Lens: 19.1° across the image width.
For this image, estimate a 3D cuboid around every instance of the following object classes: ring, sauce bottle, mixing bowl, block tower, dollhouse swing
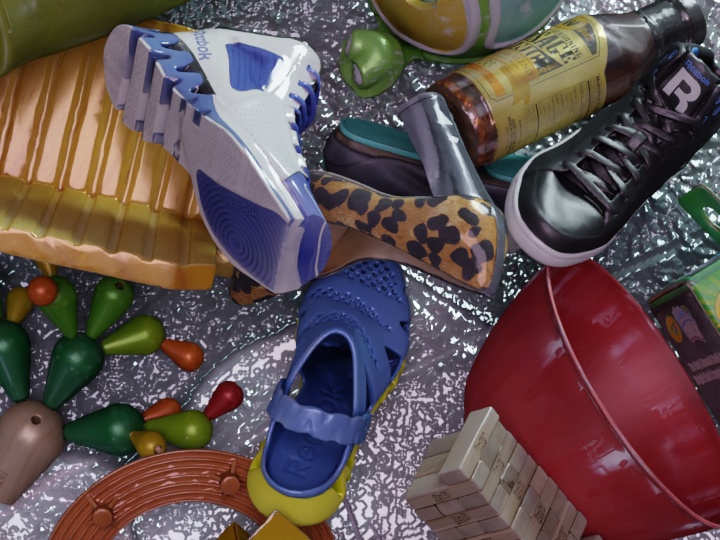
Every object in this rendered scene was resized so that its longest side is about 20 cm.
[{"bbox_3d":[-0.108,0.211,1.365,0.200,0.019,0.201,-2,103,-7],"label":"ring"},{"bbox_3d":[0.135,-0.128,1.379,0.200,0.066,0.066,-27,85,-26],"label":"sauce bottle"},{"bbox_3d":[0.135,0.097,1.337,0.108,0.200,0.200,-34,86,22],"label":"mixing bowl"},{"bbox_3d":[0.107,0.172,1.265,0.200,0.058,0.054,51,43,-21],"label":"block tower"},{"bbox_3d":[-0.161,-0.085,1.332,0.199,0.176,0.182,13,85,-5],"label":"dollhouse swing"}]

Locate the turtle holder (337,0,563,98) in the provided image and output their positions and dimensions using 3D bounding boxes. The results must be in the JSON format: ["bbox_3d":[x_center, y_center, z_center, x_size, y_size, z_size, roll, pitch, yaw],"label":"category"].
[{"bbox_3d":[0.055,-0.202,1.374,0.185,0.132,0.141,-22,86,-2],"label":"turtle holder"}]

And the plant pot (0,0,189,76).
[{"bbox_3d":[-0.186,-0.220,1.313,0.193,0.200,0.201,-38,86,-26],"label":"plant pot"}]

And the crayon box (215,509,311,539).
[{"bbox_3d":[-0.080,0.251,1.343,0.200,0.051,0.127,-45,105,5],"label":"crayon box"}]

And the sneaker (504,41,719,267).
[{"bbox_3d":[0.168,-0.085,1.324,0.073,0.112,0.200,43,42,8],"label":"sneaker"}]

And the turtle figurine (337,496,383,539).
[{"bbox_3d":[0.075,0.196,1.349,0.101,0.150,0.200,-36,94,-20],"label":"turtle figurine"}]

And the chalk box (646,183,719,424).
[{"bbox_3d":[0.270,0.029,1.355,0.124,0.124,0.200,-29,87,-7],"label":"chalk box"}]

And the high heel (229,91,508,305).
[{"bbox_3d":[0.000,0.000,1.315,0.200,0.071,0.143,-39,52,25],"label":"high heel"}]

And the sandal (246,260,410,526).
[{"bbox_3d":[-0.013,0.060,1.351,0.079,0.087,0.200,14,55,2],"label":"sandal"}]

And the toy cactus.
[{"bbox_3d":[-0.192,0.079,1.381,0.200,0.102,0.165,33,96,-6],"label":"toy cactus"}]

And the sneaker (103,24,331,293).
[{"bbox_3d":[-0.058,-0.088,1.288,0.115,0.081,0.200,-18,55,-32],"label":"sneaker"}]

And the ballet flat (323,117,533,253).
[{"bbox_3d":[0.071,-0.049,1.400,0.199,0.073,0.073,11,85,-5],"label":"ballet flat"}]
